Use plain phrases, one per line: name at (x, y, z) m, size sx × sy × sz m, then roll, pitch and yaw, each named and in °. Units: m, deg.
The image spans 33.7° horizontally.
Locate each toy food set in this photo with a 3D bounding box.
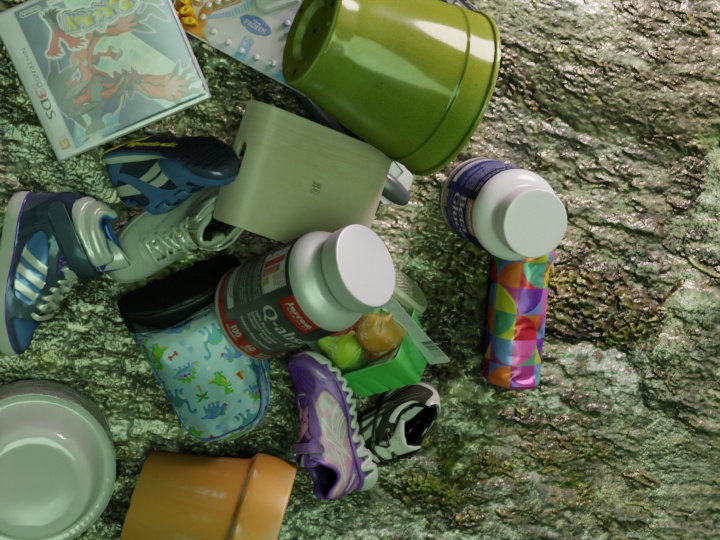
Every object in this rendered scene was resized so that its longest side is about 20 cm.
toy food set at (-0.064, -0.100, 1.407) m, size 0.198 × 0.060 × 0.145 m, roll 18°, pitch 91°, yaw -26°

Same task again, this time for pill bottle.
pill bottle at (0.179, -0.075, 1.473) m, size 0.110 × 0.200 × 0.113 m, roll -3°, pitch 102°, yaw -14°
pill bottle at (-0.064, 0.023, 1.349) m, size 0.115 × 0.199 × 0.117 m, roll 22°, pitch 57°, yaw -40°

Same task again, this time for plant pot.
plant pot at (0.021, -0.234, 1.336) m, size 0.191 × 0.200 × 0.202 m, roll 19°, pitch 96°, yaw -26°
plant pot at (-0.193, 0.310, 1.473) m, size 0.181 × 0.200 × 0.202 m, roll 17°, pitch 97°, yaw -1°

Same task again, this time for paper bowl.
paper bowl at (-0.397, 0.242, 1.438) m, size 0.198 × 0.104 × 0.203 m, roll -4°, pitch 104°, yaw -15°

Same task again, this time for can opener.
can opener at (-0.003, -0.163, 1.476) m, size 0.053 × 0.067 × 0.200 m, roll -42°, pitch 109°, yaw -4°

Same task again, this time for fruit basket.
fruit basket at (-0.010, 0.062, 1.476) m, size 0.200 × 0.184 × 0.094 m, roll 50°, pitch 46°, yaw -20°

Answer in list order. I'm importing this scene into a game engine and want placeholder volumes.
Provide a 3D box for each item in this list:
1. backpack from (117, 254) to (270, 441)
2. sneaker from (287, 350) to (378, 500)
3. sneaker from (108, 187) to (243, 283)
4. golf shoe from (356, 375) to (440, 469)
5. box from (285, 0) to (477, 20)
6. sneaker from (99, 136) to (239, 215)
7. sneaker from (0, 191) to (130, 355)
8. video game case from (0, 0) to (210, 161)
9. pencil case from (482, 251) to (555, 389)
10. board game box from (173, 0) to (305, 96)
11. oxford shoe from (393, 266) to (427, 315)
backpack at (-0.187, 0.110, 1.456) m, size 0.161 × 0.154 × 0.202 m, roll -20°, pitch 122°, yaw -7°
sneaker at (-0.050, 0.200, 1.477) m, size 0.088 × 0.080 × 0.202 m, roll -29°, pitch 104°, yaw -37°
sneaker at (-0.217, -0.045, 1.419) m, size 0.199 × 0.116 × 0.074 m, roll -35°, pitch 110°, yaw -5°
golf shoe at (0.026, 0.223, 1.552) m, size 0.078 × 0.094 × 0.200 m, roll 41°, pitch 91°, yaw -20°
box at (0.028, -0.314, 1.463) m, size 0.199 × 0.049 × 0.162 m, roll 37°, pitch 90°, yaw -18°
sneaker at (-0.216, -0.109, 1.385) m, size 0.074 × 0.198 × 0.083 m, roll -32°, pitch 121°, yaw -45°
sneaker at (-0.347, 0.009, 1.396) m, size 0.145 × 0.081 × 0.203 m, roll 8°, pitch 94°, yaw 5°
video game case at (-0.300, -0.249, 1.387) m, size 0.198 × 0.023 × 0.184 m, roll -23°, pitch 107°, yaw -1°
pencil case at (0.212, 0.055, 1.573) m, size 0.087 × 0.088 × 0.203 m, roll 3°, pitch 102°, yaw -15°
board game box at (-0.102, -0.340, 1.400) m, size 0.198 × 0.026 × 0.202 m, roll 28°, pitch 94°, yaw 1°
oxford shoe at (0.000, 0.000, 1.514) m, size 0.200 × 0.075 × 0.058 m, roll 42°, pitch 115°, yaw -18°
